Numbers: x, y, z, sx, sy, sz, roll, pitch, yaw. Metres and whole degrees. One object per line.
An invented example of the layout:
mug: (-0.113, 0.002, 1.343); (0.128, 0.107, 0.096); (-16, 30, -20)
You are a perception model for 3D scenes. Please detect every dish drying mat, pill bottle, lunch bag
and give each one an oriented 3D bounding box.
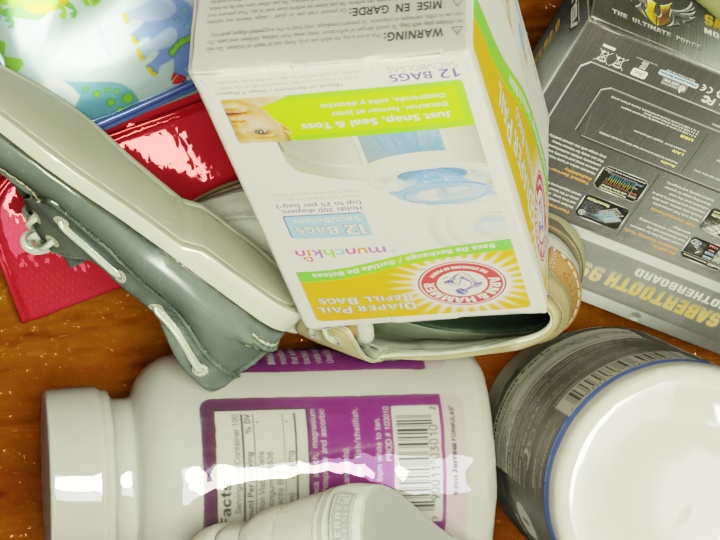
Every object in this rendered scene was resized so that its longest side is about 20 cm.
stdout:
dish drying mat: (-0.078, -0.046, 1.280); (0.200, 0.018, 0.077); (-21, 101, -7)
pill bottle: (0.120, 0.086, 1.234); (0.114, 0.200, 0.114); (-1, 95, -9)
lunch bag: (-0.117, -0.171, 1.230); (0.160, 0.082, 0.200); (-21, 100, -10)
pill bottle: (-0.045, 0.092, 1.253); (0.200, 0.112, 0.113); (-1, 96, -9)

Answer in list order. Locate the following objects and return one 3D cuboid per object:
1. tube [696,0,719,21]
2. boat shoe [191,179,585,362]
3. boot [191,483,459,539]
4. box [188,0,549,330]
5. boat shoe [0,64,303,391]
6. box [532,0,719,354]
tube: (0.133, -0.175, 1.233); (0.058, 0.200, 0.052); (-9, 132, -35)
boat shoe: (0.000, 0.000, 1.237); (0.200, 0.068, 0.075); (1, 113, 9)
boot: (0.004, 0.153, 1.207); (0.095, 0.074, 0.200); (-12, 143, 27)
box: (0.011, -0.069, 1.118); (0.112, 0.200, 0.102); (-4, 59, 11)
boat shoe: (-0.119, -0.020, 1.182); (0.200, 0.073, 0.062); (36, 108, -12)
box: (0.161, -0.041, 1.260); (0.200, 0.048, 0.159); (21, 134, -10)
